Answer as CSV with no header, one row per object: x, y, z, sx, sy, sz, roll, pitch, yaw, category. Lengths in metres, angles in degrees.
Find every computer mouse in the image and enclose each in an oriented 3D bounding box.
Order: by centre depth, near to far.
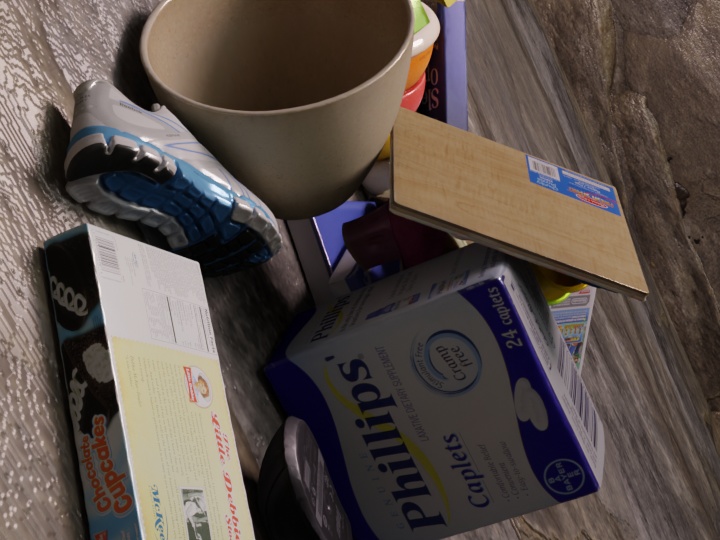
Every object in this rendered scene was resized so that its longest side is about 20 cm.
-0.032,0.206,0.763,0.141,0.045,0.202,-92,164,-51,computer mouse

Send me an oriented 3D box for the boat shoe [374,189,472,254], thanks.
0.070,-0.054,1.048,0.075,0.066,0.200,59,-7,-21,boat shoe

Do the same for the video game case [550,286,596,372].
0.172,0.055,1.118,0.142,0.018,0.203,-3,107,-37,video game case

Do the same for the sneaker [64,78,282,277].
-0.120,-0.065,0.767,0.200,0.074,0.088,40,29,-53,sneaker

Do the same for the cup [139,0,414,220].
-0.053,-0.125,0.863,0.144,0.197,0.202,82,5,-46,cup

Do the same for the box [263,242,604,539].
0.059,0.097,0.870,0.186,0.198,0.105,62,21,-15,box

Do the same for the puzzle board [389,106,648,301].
0.113,-0.051,0.855,0.197,0.018,0.152,19,32,-11,puzzle board

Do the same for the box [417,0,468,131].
0.068,-0.178,1.172,0.032,0.121,0.204,-6,96,-27,box

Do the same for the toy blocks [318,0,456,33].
-0.005,-0.252,1.016,0.200,0.136,0.101,-44,114,-34,toy blocks

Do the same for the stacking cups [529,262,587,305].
0.130,0.015,0.967,0.200,0.060,0.061,135,-62,-67,stacking cups

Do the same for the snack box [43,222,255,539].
-0.120,0.082,0.665,0.116,0.037,0.203,24,48,-62,snack box

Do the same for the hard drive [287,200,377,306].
0.000,0.000,1.065,0.200,0.025,0.134,-7,77,-69,hard drive

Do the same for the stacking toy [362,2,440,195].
0.011,-0.161,1.142,0.147,0.144,0.202,-80,167,-55,stacking toy

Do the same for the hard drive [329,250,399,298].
0.039,0.069,1.003,0.202,0.025,0.132,64,21,-16,hard drive

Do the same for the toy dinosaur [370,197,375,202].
0.118,-0.041,1.204,0.136,0.197,0.087,50,32,-73,toy dinosaur

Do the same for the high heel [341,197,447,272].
0.070,-0.001,0.947,0.200,0.095,0.068,40,35,-54,high heel
